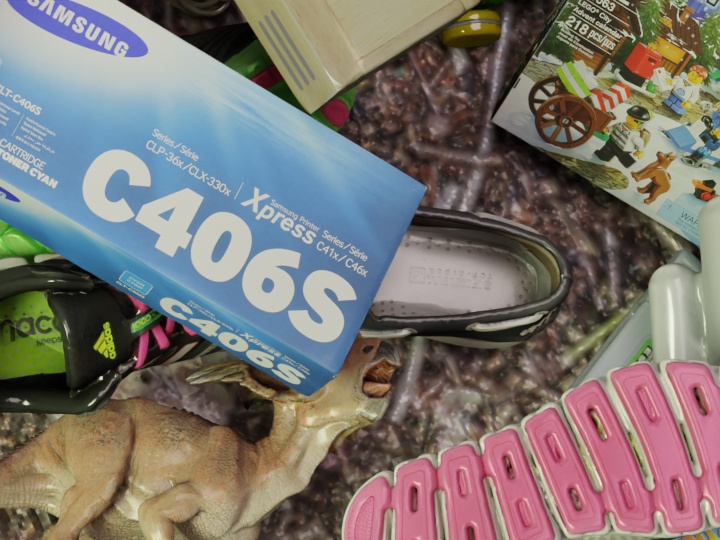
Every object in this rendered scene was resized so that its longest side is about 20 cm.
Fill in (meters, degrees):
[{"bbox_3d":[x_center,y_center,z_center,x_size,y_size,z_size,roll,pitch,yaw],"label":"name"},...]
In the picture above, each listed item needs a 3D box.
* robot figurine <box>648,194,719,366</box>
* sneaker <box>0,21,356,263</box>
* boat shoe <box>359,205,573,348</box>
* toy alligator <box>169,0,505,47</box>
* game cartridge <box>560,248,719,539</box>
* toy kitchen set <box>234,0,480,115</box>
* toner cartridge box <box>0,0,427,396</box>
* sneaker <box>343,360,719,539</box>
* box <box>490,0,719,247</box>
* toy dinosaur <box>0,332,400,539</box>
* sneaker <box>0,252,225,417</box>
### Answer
[{"bbox_3d":[0.213,0.026,0.966,0.168,0.113,0.202,-6,86,22],"label":"robot figurine"},{"bbox_3d":[-0.097,-0.059,0.986,0.199,0.084,0.077,-21,112,-6],"label":"sneaker"},{"bbox_3d":[0.000,0.000,0.991,0.198,0.060,0.074,9,75,-11],"label":"boat shoe"},{"bbox_3d":[0.009,-0.142,1.040,0.198,0.054,0.060,-3,81,-14],"label":"toy alligator"},{"bbox_3d":[0.146,0.102,1.012,0.133,0.040,0.200,42,67,-3],"label":"game cartridge"},{"bbox_3d":[-0.092,-0.127,0.941,0.163,0.200,0.181,-34,92,-22],"label":"toy kitchen set"},{"bbox_3d":[-0.080,-0.040,0.879,0.199,0.043,0.095,30,66,-10],"label":"toner cartridge box"},{"bbox_3d":[0.092,0.094,0.919,0.199,0.087,0.074,-19,75,2],"label":"sneaker"},{"bbox_3d":[0.181,-0.080,1.029,0.199,0.137,0.038,30,31,-3],"label":"box"},{"bbox_3d":[-0.087,0.083,0.935,0.198,0.086,0.136,6,62,1],"label":"toy dinosaur"},{"bbox_3d":[-0.102,0.019,0.917,0.198,0.088,0.074,-14,108,-2],"label":"sneaker"}]
